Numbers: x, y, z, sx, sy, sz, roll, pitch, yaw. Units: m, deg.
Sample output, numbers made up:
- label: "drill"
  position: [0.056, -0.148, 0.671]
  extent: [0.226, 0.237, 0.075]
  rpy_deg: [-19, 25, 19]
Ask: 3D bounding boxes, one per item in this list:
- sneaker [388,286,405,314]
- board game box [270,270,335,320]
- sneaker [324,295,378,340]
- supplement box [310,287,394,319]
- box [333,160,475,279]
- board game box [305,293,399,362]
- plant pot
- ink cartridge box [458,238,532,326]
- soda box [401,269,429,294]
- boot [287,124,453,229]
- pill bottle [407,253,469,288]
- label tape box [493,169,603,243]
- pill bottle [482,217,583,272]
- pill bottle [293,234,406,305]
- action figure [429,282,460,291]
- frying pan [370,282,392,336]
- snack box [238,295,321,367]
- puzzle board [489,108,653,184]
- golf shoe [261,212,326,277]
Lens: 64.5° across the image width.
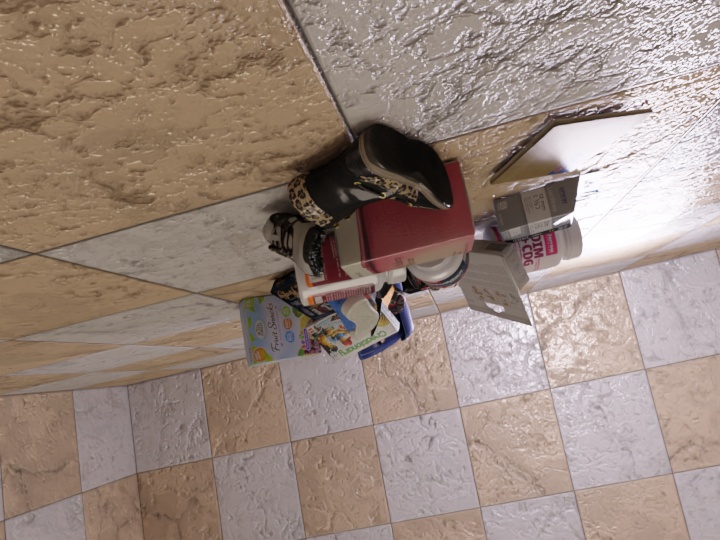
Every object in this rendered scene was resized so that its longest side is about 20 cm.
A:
- label: "sneaker"
  position: [0.024, 0.070, 1.530]
  extent: [0.193, 0.083, 0.075]
  rpy_deg: [12, -161, 3]
- label: "board game box"
  position: [-0.099, 0.047, 1.270]
  extent: [0.134, 0.035, 0.198]
  rpy_deg: [34, 148, -24]
- label: "sneaker"
  position: [-0.027, 0.066, 1.170]
  extent: [0.076, 0.112, 0.201]
  rpy_deg: [-40, 156, -6]
- label: "supplement box"
  position: [-0.024, 0.068, 1.426]
  extent: [0.194, 0.076, 0.127]
  rpy_deg: [-16, -161, 20]
- label: "box"
  position: [0.062, -0.069, 0.840]
  extent: [0.193, 0.113, 0.128]
  rpy_deg: [-13, 170, 7]
- label: "board game box"
  position: [-0.020, 0.131, 1.362]
  extent: [0.197, 0.127, 0.035]
  rpy_deg: [-30, -156, 27]
- label: "plant pot"
  position: [0.053, 0.135, 1.673]
  extent: [0.174, 0.207, 0.200]
  rpy_deg: [-17, 170, -4]
- label: "ink cartridge box"
  position: [0.274, 0.018, 1.210]
  extent: [0.044, 0.179, 0.198]
  rpy_deg: [-39, -156, -19]
- label: "soda box"
  position: [0.206, 0.007, 1.527]
  extent: [0.194, 0.066, 0.071]
  rpy_deg: [-16, 168, 17]
- label: "boot"
  position: [0.017, -0.102, 0.713]
  extent: [0.147, 0.076, 0.197]
  rpy_deg: [-20, 163, 33]
- label: "pill bottle"
  position: [0.141, -0.036, 1.076]
  extent: [0.116, 0.124, 0.200]
  rpy_deg: [-14, 169, 14]
- label: "label tape box"
  position: [0.355, -0.113, 1.067]
  extent: [0.193, 0.069, 0.143]
  rpy_deg: [-14, 170, 18]
- label: "pill bottle"
  position: [0.376, -0.056, 1.253]
  extent: [0.193, 0.118, 0.114]
  rpy_deg: [-12, 170, 0]
- label: "pill bottle"
  position: [-0.020, -0.011, 1.034]
  extent: [0.193, 0.118, 0.114]
  rpy_deg: [-10, 170, -4]
- label: "action figure"
  position: [0.200, -0.005, 1.358]
  extent: [0.194, 0.106, 0.118]
  rpy_deg: [-8, -179, -26]
- label: "frying pan"
  position: [0.048, 0.042, 1.283]
  extent: [0.030, 0.195, 0.115]
  rpy_deg: [24, -176, -9]
- label: "snack box"
  position: [-0.214, 0.154, 1.520]
  extent: [0.194, 0.175, 0.067]
  rpy_deg: [-7, 168, -28]
- label: "puzzle board"
  position: [0.286, -0.174, 0.808]
  extent: [0.145, 0.018, 0.200]
  rpy_deg: [-11, 170, -13]
- label: "golf shoe"
  position: [-0.094, -0.039, 0.801]
  extent: [0.091, 0.081, 0.200]
  rpy_deg: [6, -172, -8]
